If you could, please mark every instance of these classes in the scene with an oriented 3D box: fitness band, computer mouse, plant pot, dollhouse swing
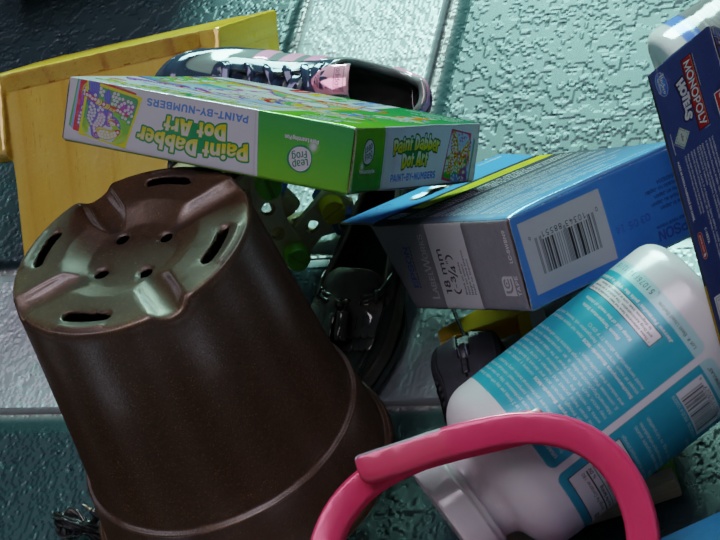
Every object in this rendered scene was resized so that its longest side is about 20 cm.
[{"bbox_3d":[0.066,0.156,1.128,0.199,0.037,0.145,-16,81,8],"label":"fitness band"},{"bbox_3d":[0.064,0.035,1.331,0.058,0.034,0.201,-24,47,9],"label":"computer mouse"},{"bbox_3d":[-0.102,0.058,1.240,0.199,0.199,0.201,-15,36,11],"label":"plant pot"},{"bbox_3d":[-0.160,-0.088,1.570,0.199,0.177,0.182,-11,9,20],"label":"dollhouse swing"}]

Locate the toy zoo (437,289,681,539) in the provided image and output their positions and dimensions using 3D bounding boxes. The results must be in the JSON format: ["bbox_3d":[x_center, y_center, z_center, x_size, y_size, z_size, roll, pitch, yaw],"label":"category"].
[{"bbox_3d":[0.121,0.076,1.307,0.130,0.020,0.201,-20,48,12],"label":"toy zoo"}]

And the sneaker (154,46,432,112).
[{"bbox_3d":[-0.044,-0.130,1.444,0.198,0.082,0.071,3,76,-16],"label":"sneaker"}]

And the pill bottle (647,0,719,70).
[{"bbox_3d":[0.298,-0.159,1.339,0.199,0.114,0.114,-32,47,0],"label":"pill bottle"}]

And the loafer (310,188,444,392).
[{"bbox_3d":[0.000,0.000,1.398,0.071,0.063,0.201,3,56,28],"label":"loafer"}]

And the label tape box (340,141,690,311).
[{"bbox_3d":[0.101,-0.028,1.320,0.144,0.064,0.200,-23,11,-28],"label":"label tape box"}]

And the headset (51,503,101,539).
[{"bbox_3d":[-0.243,0.220,1.316,0.093,0.124,0.200,16,43,34],"label":"headset"}]

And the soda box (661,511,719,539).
[{"bbox_3d":[0.190,0.190,1.152,0.199,0.064,0.068,-26,47,7],"label":"soda box"}]

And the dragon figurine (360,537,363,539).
[{"bbox_3d":[-0.062,0.182,1.289,0.199,0.059,0.100,28,70,39],"label":"dragon figurine"}]

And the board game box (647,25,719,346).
[{"bbox_3d":[0.282,-0.030,1.213,0.062,0.199,0.201,-40,53,46],"label":"board game box"}]

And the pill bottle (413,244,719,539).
[{"bbox_3d":[0.127,0.084,1.207,0.199,0.111,0.111,-37,47,-4],"label":"pill bottle"}]

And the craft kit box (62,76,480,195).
[{"bbox_3d":[-0.052,-0.088,1.294,0.199,0.197,0.049,12,102,23],"label":"craft kit box"}]

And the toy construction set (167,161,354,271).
[{"bbox_3d":[-0.104,-0.012,1.430,0.200,0.131,0.092,-46,30,-6],"label":"toy construction set"}]
